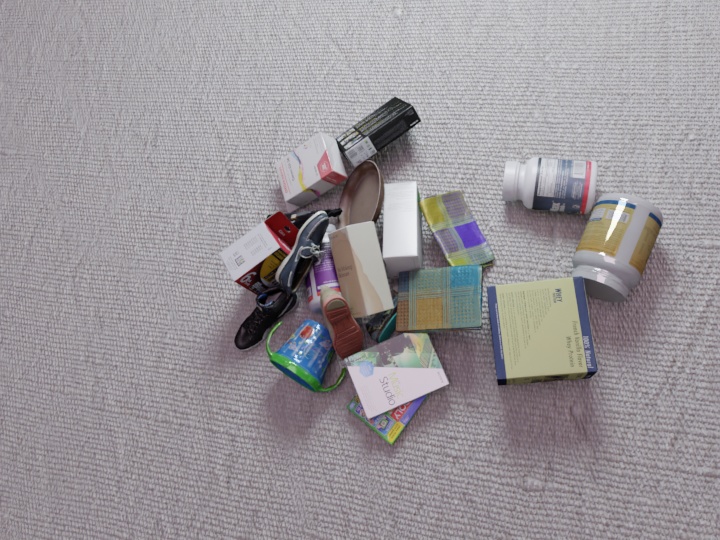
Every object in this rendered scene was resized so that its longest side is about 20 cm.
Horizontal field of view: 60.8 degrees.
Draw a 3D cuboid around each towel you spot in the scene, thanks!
[{"bbox_3d":[0.224,-0.093,1.423,0.143,0.023,0.202,-11,70,-34],"label":"towel"},{"bbox_3d":[0.172,0.063,1.342,0.198,0.022,0.148,-6,67,28],"label":"towel"}]

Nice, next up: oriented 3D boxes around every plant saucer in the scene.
[{"bbox_3d":[0.005,-0.164,1.480,0.032,0.200,0.202,12,66,-29],"label":"plant saucer"}]

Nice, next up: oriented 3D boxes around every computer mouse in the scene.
[{"bbox_3d":[-0.152,-0.122,1.507,0.198,0.140,0.047,-4,96,18],"label":"computer mouse"}]

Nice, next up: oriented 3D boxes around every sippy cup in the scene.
[{"bbox_3d":[-0.121,0.190,1.421,0.139,0.178,0.131,16,65,45],"label":"sippy cup"}]

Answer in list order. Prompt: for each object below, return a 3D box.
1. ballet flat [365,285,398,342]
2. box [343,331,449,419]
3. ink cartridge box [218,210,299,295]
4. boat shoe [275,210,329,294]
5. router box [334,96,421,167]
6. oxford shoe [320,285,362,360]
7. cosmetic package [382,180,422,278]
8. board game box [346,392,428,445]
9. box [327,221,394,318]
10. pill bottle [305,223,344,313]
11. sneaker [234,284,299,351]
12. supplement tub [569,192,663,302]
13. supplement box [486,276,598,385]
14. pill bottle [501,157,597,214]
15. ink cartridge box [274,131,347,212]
[{"bbox_3d":[0.085,0.077,1.434,0.074,0.074,0.200,41,84,20],"label":"ballet flat"},{"bbox_3d":[0.080,0.225,1.366,0.198,0.036,0.145,-24,79,1],"label":"box"},{"bbox_3d":[-0.210,-0.031,1.458,0.175,0.200,0.084,-36,70,2],"label":"ink cartridge box"},{"bbox_3d":[-0.122,-0.039,1.391,0.062,0.075,0.201,41,102,32],"label":"boat shoe"},{"bbox_3d":[0.038,-0.347,1.525,0.199,0.051,0.149,-34,27,2],"label":"router box"},{"bbox_3d":[-0.043,0.117,1.371,0.070,0.201,0.074,-21,38,-11],"label":"oxford shoe"},{"bbox_3d":[0.100,-0.095,1.437,0.084,0.108,0.202,-5,64,11],"label":"cosmetic package"},{"bbox_3d":[0.079,0.273,1.398,0.134,0.029,0.201,34,85,20],"label":"board game box"},{"bbox_3d":[0.000,0.000,1.379,0.077,0.095,0.202,-13,87,-33],"label":"box"},{"bbox_3d":[-0.081,-0.005,1.469,0.111,0.112,0.202,-13,72,9],"label":"pill bottle"},{"bbox_3d":[-0.245,0.106,1.476,0.200,0.112,0.073,-44,69,-2],"label":"sneaker"},{"bbox_3d":[0.544,-0.048,1.316,0.144,0.145,0.201,24,81,18],"label":"supplement tub"},{"bbox_3d":[0.381,0.133,1.309,0.198,0.134,0.202,-7,73,12],"label":"supplement box"},{"bbox_3d":[0.428,-0.196,1.399,0.198,0.120,0.121,7,76,16],"label":"pill bottle"},{"bbox_3d":[-0.141,-0.241,1.540,0.199,0.067,0.117,-29,68,28],"label":"ink cartridge box"}]
